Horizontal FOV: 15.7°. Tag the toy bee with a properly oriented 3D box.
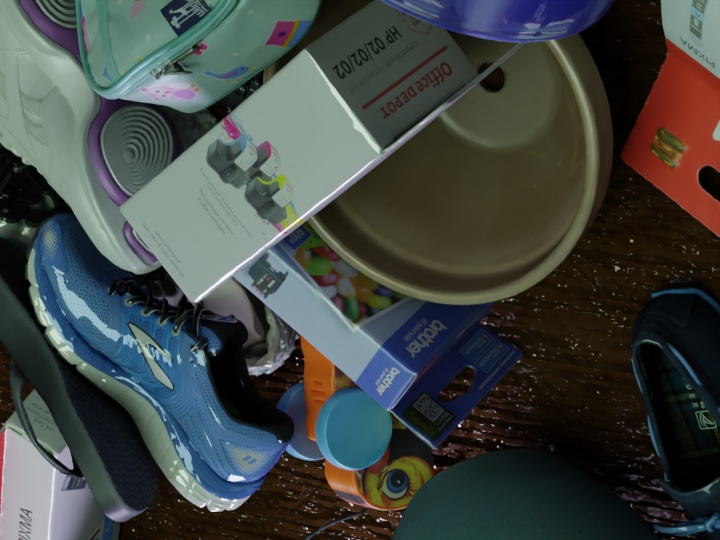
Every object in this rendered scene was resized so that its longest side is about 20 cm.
[{"bbox_3d":[0.004,0.097,1.548,0.131,0.108,0.201,42,121,52],"label":"toy bee"}]

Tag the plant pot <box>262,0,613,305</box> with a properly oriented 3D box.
[{"bbox_3d":[0.054,-0.090,1.419,0.199,0.093,0.202,13,118,25],"label":"plant pot"}]

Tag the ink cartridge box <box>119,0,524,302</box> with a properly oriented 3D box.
[{"bbox_3d":[-0.018,-0.076,1.339,0.200,0.115,0.068,-36,93,37],"label":"ink cartridge box"}]

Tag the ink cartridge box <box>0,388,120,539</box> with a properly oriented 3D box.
[{"bbox_3d":[-0.208,0.161,1.616,0.045,0.176,0.201,28,140,15],"label":"ink cartridge box"}]

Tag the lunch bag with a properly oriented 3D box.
[{"bbox_3d":[-0.098,-0.190,1.413,0.160,0.077,0.202,-28,63,43],"label":"lunch bag"}]

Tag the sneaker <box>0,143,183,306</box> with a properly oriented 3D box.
[{"bbox_3d":[-0.205,-0.007,1.623,0.199,0.078,0.090,31,128,14],"label":"sneaker"}]

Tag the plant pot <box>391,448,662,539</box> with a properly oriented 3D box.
[{"bbox_3d":[0.089,0.183,1.493,0.200,0.199,0.136,-44,50,37],"label":"plant pot"}]

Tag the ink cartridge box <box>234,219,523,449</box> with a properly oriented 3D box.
[{"bbox_3d":[0.000,0.000,1.477,0.200,0.119,0.042,43,129,5],"label":"ink cartridge box"}]

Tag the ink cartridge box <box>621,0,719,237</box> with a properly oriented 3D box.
[{"bbox_3d":[0.211,-0.090,1.330,0.160,0.047,0.201,41,128,27],"label":"ink cartridge box"}]

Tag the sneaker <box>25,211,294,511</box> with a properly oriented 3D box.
[{"bbox_3d":[-0.111,0.039,1.521,0.089,0.079,0.200,-41,92,26],"label":"sneaker"}]

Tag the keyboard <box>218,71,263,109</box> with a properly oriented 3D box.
[{"bbox_3d":[-0.134,-0.167,1.526,0.199,0.040,0.105,28,125,15],"label":"keyboard"}]

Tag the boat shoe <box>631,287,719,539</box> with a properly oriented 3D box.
[{"bbox_3d":[0.189,0.111,1.453,0.084,0.069,0.201,-20,102,36],"label":"boat shoe"}]

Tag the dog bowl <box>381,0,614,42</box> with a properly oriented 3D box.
[{"bbox_3d":[0.054,-0.206,1.295,0.199,0.200,0.079,35,129,11],"label":"dog bowl"}]

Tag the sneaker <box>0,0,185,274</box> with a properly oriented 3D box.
[{"bbox_3d":[-0.164,-0.082,1.525,0.100,0.075,0.201,-42,67,46],"label":"sneaker"}]

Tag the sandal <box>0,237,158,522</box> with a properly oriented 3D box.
[{"bbox_3d":[-0.179,0.069,1.533,0.043,0.076,0.201,-40,63,14],"label":"sandal"}]

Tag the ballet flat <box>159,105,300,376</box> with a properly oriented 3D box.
[{"bbox_3d":[-0.093,-0.026,1.552,0.071,0.072,0.201,-21,103,36],"label":"ballet flat"}]
